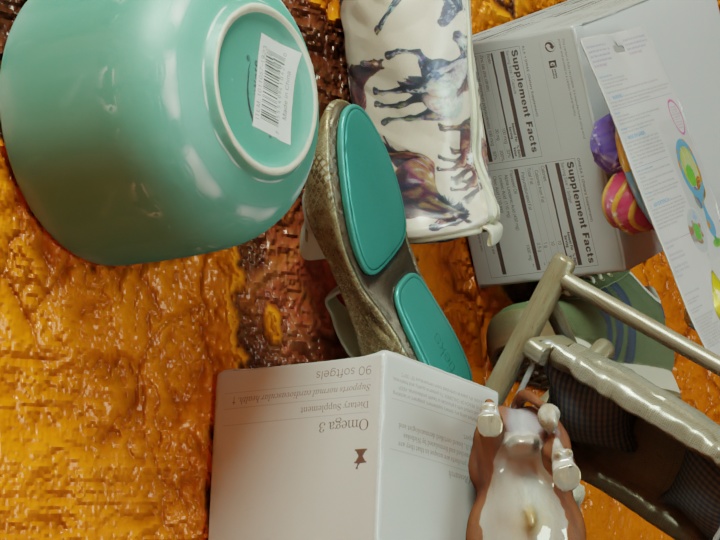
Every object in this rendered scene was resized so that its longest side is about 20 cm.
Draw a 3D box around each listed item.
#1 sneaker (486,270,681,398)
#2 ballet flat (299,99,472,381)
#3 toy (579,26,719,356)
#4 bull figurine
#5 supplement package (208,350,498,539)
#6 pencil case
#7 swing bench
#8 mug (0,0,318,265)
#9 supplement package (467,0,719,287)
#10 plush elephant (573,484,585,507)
[{"bbox_3d":[0.140,0.030,1.721,0.200,0.067,0.090,22,59,-52],"label":"sneaker"},{"bbox_3d":[0.000,0.000,1.516,0.070,0.065,0.201,-41,117,-50],"label":"ballet flat"},{"bbox_3d":[0.173,-0.041,1.588,0.201,0.047,0.115,65,25,3],"label":"toy"},{"bbox_3d":[0.091,0.159,1.400,0.121,0.065,0.201,86,-4,-78],"label":"bull figurine"},{"bbox_3d":[-0.005,0.156,1.437,0.117,0.116,0.201,22,66,-52],"label":"supplement package"},{"bbox_3d":[0.037,-0.111,1.570,0.078,0.089,0.201,-7,91,-56],"label":"pencil case"},{"bbox_3d":[0.146,0.135,1.512,0.200,0.198,0.130,-53,150,-13],"label":"swing bench"},{"bbox_3d":[-0.097,-0.098,1.351,0.152,0.114,0.186,-48,123,-47],"label":"mug"},{"bbox_3d":[0.153,-0.092,1.714,0.200,0.110,0.157,-25,104,-53],"label":"supplement package"},{"bbox_3d":[0.172,0.230,1.642,0.165,0.154,0.200,61,40,-28],"label":"plush elephant"}]
